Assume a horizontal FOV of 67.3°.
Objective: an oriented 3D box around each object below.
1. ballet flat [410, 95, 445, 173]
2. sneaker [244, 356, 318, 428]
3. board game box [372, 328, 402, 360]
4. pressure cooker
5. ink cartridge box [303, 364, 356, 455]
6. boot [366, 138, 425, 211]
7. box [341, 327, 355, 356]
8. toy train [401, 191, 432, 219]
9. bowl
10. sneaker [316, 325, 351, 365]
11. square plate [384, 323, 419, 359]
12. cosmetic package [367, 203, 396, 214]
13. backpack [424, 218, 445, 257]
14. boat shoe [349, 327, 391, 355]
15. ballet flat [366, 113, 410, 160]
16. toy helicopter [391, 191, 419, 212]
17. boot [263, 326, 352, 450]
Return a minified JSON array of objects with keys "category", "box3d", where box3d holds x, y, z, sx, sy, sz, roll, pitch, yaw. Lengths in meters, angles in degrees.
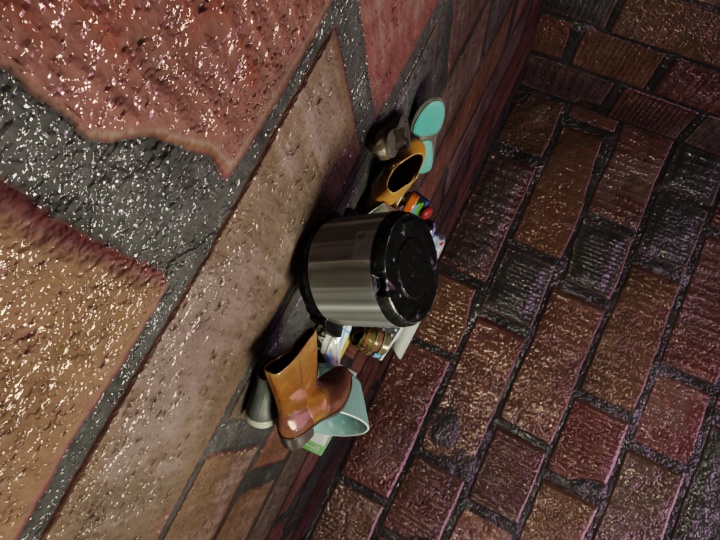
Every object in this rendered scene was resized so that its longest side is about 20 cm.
[{"category":"ballet flat","box3d":[0.133,-0.298,1.150,0.073,0.073,0.200,-58,163,-33]},{"category":"sneaker","box3d":[-0.120,0.179,0.942,0.200,0.075,0.107,-44,156,-58]},{"category":"board game box","box3d":[0.062,0.087,1.361,0.200,0.026,0.200,-61,-153,29]},{"category":"pressure cooker","box3d":[-0.001,-0.002,0.832,0.176,0.199,0.179,-43,122,-48]},{"category":"ink cartridge box","box3d":[-0.092,0.357,1.411,0.146,0.084,0.200,-52,162,-50]},{"category":"boot","box3d":[0.092,-0.200,1.039,0.201,0.071,0.144,-54,-171,-19]},{"category":"box","box3d":[-0.068,0.186,1.253,0.200,0.050,0.075,-60,168,-25]},{"category":"toy train","box3d":[0.084,-0.096,1.330,0.116,0.085,0.200,-19,144,-52]},{"category":"bowl","box3d":[-0.074,0.255,1.088,0.201,0.200,0.105,94,5,-60]},{"category":"sneaker","box3d":[-0.067,0.134,1.122,0.072,0.072,0.201,-12,123,-42]},{"category":"square plate","box3d":[0.098,0.084,1.352,0.200,0.028,0.198,-66,-155,20]},{"category":"cosmetic package","box3d":[0.059,-0.060,1.085,0.105,0.071,0.200,-34,163,14]},{"category":"backpack","box3d":[0.142,-0.056,1.491,0.191,0.154,0.200,-57,173,12]},{"category":"boat shoe","box3d":[0.011,0.155,1.264,0.200,0.068,0.072,148,-39,-72]},{"category":"ballet flat","box3d":[0.054,-0.237,0.972,0.200,0.046,0.068,-57,136,-60]},{"category":"toy helicopter","box3d":[0.058,-0.121,1.196,0.200,0.079,0.132,-59,-179,27]},{"category":"boot","box3d":[-0.081,0.168,0.892,0.188,0.068,0.201,-36,137,-36]}]
